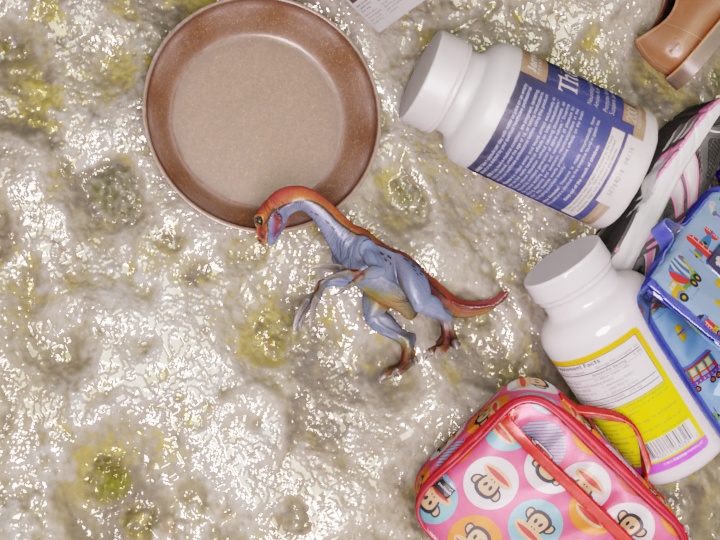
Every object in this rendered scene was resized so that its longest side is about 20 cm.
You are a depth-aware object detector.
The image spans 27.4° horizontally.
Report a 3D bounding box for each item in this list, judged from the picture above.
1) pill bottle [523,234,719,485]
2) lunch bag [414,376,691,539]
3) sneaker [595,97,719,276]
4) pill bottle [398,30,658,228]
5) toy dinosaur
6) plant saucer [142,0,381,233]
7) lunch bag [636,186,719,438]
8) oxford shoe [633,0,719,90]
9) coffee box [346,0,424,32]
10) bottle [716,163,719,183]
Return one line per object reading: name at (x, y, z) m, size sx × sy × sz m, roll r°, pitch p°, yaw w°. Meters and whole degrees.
pill bottle at (0.218, 0.072, 1.220) m, size 0.104 × 0.104 × 0.200 m, roll -38°, pitch 103°, yaw -16°
lunch bag at (0.161, 0.188, 1.187) m, size 0.200 × 0.082 × 0.176 m, roll 43°, pitch 100°, yaw -6°
sneaker at (0.277, -0.055, 1.292) m, size 0.086 × 0.080 × 0.200 m, roll 34°, pitch 87°, yaw -13°
pill bottle at (0.139, -0.123, 1.241) m, size 0.200 × 0.111 × 0.111 m, roll 24°, pitch 77°, yaw -10°
toy dinosaur at (0.000, 0.000, 1.205) m, size 0.200 × 0.105 × 0.182 m, roll -36°, pitch 97°, yaw -50°
plant saucer at (-0.083, -0.127, 1.224) m, size 0.200 × 0.037 × 0.201 m, roll 2°, pitch 81°, yaw -15°
lunch bag at (0.305, 0.035, 1.194) m, size 0.200 × 0.094 × 0.151 m, roll 47°, pitch 51°, yaw -5°
oxford shoe at (0.321, -0.260, 1.332) m, size 0.071 × 0.071 × 0.200 m, roll 40°, pitch 76°, yaw -1°
coffee box at (-0.012, -0.310, 1.191) m, size 0.200 × 0.080 × 0.115 m, roll 41°, pitch 52°, yaw -18°
bottle at (0.420, -0.058, 1.327) m, size 0.200 × 0.065 × 0.084 m, roll 34°, pitch 82°, yaw -8°
